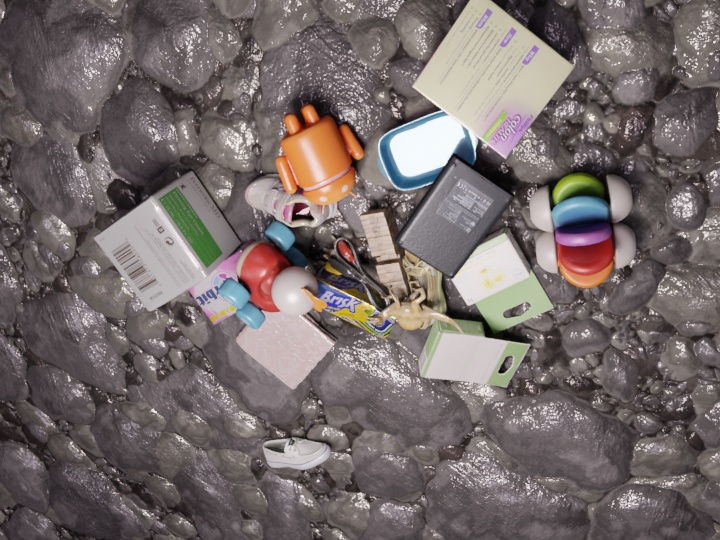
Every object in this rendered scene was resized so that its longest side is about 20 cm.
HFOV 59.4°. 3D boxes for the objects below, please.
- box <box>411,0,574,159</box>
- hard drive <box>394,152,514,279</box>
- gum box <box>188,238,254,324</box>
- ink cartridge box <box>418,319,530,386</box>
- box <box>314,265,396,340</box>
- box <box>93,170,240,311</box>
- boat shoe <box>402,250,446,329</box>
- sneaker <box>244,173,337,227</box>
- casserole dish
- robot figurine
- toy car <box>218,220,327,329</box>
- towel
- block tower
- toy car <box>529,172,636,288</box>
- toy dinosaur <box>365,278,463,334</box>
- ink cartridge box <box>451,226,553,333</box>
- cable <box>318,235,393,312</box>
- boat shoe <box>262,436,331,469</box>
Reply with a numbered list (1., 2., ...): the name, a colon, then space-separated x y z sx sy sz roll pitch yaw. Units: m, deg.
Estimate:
1. box: 0.216 -0.322 1.048 0.199 0.097 0.177 36 108 -2
2. hard drive: 0.173 -0.097 1.183 0.138 0.033 0.201 30 114 -10
3. gum box: -0.285 0.025 1.429 0.198 0.066 0.114 -28 104 28
4. ink cartridge box: 0.235 0.174 1.328 0.196 0.048 0.147 7 132 -10
5. box: -0.014 0.066 1.359 0.197 0.070 0.065 25 120 4
6. box: -0.411 -0.064 1.363 0.198 0.172 0.201 -26 107 27
7. boat shoe: 0.123 0.021 1.283 0.073 0.063 0.204 17 130 45
8. sneaker: -0.150 -0.139 1.287 0.196 0.088 0.083 11 119 13
9. casserole dish: 0.126 -0.228 1.181 0.197 0.039 0.123 -16 111 25
10. robot figurine: -0.078 -0.215 1.209 0.115 0.144 0.203 -5 116 45
11. toy car: -0.143 0.041 1.264 0.198 0.185 0.178 28 159 28
12. towel: -0.176 0.164 1.486 0.190 0.032 0.200 40 122 -5
13. block tower: 0.057 -0.034 1.294 0.053 0.058 0.203 -9 115 22
14. toy car: 0.391 -0.065 1.111 0.172 0.150 0.203 -6 115 21
15. toy dinosaur: 0.109 0.073 1.254 0.196 0.058 0.103 1 112 16
16. ink cartridge box: 0.277 0.031 1.261 0.144 0.048 0.202 -27 103 27
17. cable: 0.000 0.000 1.316 0.198 0.050 0.098 35 118 13
18. boat shoe: -0.171 0.462 1.612 0.197 0.074 0.068 -17 113 26
